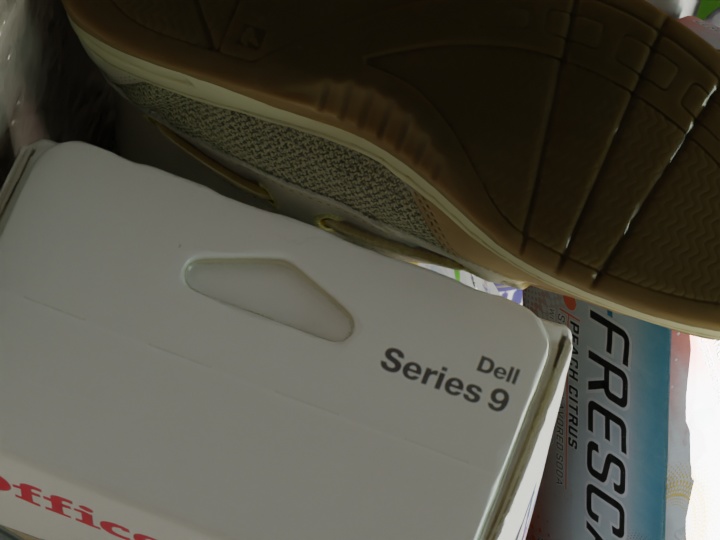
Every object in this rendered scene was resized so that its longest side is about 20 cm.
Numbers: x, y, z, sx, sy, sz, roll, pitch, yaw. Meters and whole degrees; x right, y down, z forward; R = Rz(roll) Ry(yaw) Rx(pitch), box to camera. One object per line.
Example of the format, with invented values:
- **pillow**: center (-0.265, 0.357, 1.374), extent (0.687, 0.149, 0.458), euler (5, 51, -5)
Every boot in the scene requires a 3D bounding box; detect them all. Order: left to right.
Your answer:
- **boot**: center (0.019, -0.020, 0.732), extent (0.155, 0.199, 0.072), euler (94, 21, -69)

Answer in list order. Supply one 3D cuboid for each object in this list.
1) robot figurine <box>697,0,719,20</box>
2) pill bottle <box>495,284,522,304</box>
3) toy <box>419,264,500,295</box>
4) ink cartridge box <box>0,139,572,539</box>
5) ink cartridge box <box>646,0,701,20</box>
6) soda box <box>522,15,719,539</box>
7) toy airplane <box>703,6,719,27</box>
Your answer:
- **robot figurine**: center (0.136, -0.136, 0.973), extent (0.200, 0.115, 0.177), euler (-19, 114, -57)
- **pill bottle**: center (0.029, -0.004, 1.204), extent (0.116, 0.115, 0.201), euler (-63, 169, -55)
- **toy**: center (0.000, 0.000, 0.952), extent (0.200, 0.047, 0.116), euler (52, 24, -35)
- **ink cartridge box**: center (-0.030, 0.062, 0.754), extent (0.200, 0.144, 0.088), euler (95, 15, -64)
- **ink cartridge box**: center (0.037, -0.132, 0.814), extent (0.201, 0.145, 0.084), euler (101, 11, -46)
- **soda box**: center (0.088, 0.035, 0.798), extent (0.063, 0.068, 0.201), euler (-18, 121, -29)
- **toy airplane**: center (0.166, -0.048, 0.871), extent (0.201, 0.141, 0.199), euler (-61, -172, 5)
